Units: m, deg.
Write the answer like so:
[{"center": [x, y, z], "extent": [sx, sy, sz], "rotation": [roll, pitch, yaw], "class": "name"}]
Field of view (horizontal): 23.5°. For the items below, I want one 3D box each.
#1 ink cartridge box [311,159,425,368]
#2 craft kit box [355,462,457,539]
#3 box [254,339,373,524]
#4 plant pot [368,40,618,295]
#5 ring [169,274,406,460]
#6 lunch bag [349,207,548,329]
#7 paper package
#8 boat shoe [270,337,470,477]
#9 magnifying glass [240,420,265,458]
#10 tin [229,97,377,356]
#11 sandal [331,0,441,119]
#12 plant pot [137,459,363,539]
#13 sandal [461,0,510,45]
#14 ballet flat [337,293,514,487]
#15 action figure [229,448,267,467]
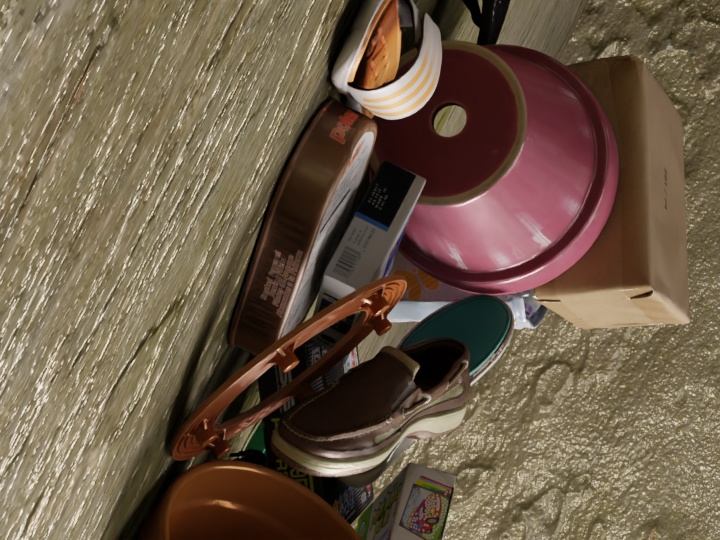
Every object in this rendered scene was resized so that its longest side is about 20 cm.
[{"center": [0.000, 0.000, 1.279], "extent": [0.200, 0.039, 0.099], "rotation": [106, 10, -70], "class": "ink cartridge box"}, {"center": [0.014, 0.270, 1.358], "extent": [0.200, 0.048, 0.198], "rotation": [119, -11, -66], "class": "craft kit box"}, {"center": [-0.034, 0.129, 1.411], "extent": [0.200, 0.044, 0.160], "rotation": [-17, 101, -79], "class": "box"}, {"center": [0.087, -0.092, 1.341], "extent": [0.200, 0.200, 0.179], "rotation": [-64, 158, -1], "class": "plant pot"}, {"center": [-0.045, 0.071, 1.183], "extent": [0.200, 0.019, 0.200], "rotation": [-36, 169, -8], "class": "ring"}, {"center": [0.087, -0.022, 1.519], "extent": [0.200, 0.169, 0.127], "rotation": [-58, 142, -52], "class": "lunch bag"}, {"center": [0.218, -0.060, 1.489], "extent": [0.191, 0.103, 0.200], "rotation": [25, 62, -66], "class": "paper package"}, {"center": [0.011, 0.087, 1.246], "extent": [0.202, 0.075, 0.075], "rotation": [-17, 130, -55], "class": "boat shoe"}, {"center": [-0.071, 0.123, 1.573], "extent": [0.200, 0.022, 0.080], "rotation": [-61, 173, -12], "class": "magnifying glass"}, {"center": [-0.038, -0.024, 1.176], "extent": [0.112, 0.042, 0.200], "rotation": [-63, 175, -52], "class": "tin"}, {"center": [0.026, -0.137, 1.151], "extent": [0.079, 0.059, 0.207], "rotation": [-64, 174, -4], "class": "sandal"}, {"center": [-0.091, 0.254, 1.219], "extent": [0.140, 0.200, 0.200], "rotation": [-49, -178, 28], "class": "plant pot"}, {"center": [0.099, -0.258, 1.406], "extent": [0.075, 0.045, 0.200], "rotation": [-66, 162, -44], "class": "sandal"}, {"center": [0.045, 0.097, 1.377], "extent": [0.200, 0.069, 0.069], "rotation": [-45, 166, -22], "class": "ballet flat"}, {"center": [-0.095, 0.243, 1.452], "extent": [0.119, 0.102, 0.200], "rotation": [-70, 160, -47], "class": "action figure"}]
